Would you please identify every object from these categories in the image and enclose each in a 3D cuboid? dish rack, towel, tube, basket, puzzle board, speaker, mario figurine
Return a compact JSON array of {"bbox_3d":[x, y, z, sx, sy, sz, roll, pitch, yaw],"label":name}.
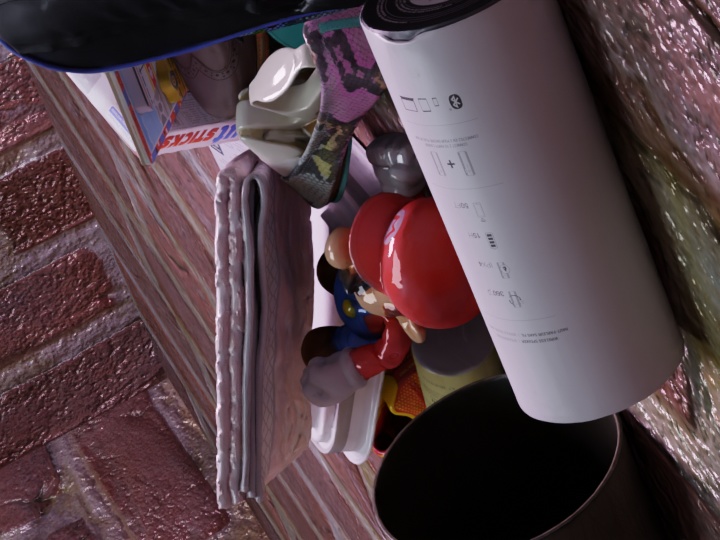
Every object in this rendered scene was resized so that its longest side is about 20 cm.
[{"bbox_3d":[-0.031,0.010,1.583,0.172,0.043,0.200,-131,43,-53],"label":"dish rack"},{"bbox_3d":[-0.054,0.025,1.445,0.191,0.032,0.201,-49,-39,-78],"label":"towel"},{"bbox_3d":[0.071,0.095,1.521,0.200,0.052,0.058,74,176,-57],"label":"tube"},{"bbox_3d":[0.112,0.178,1.299,0.200,0.136,0.180,62,176,-23],"label":"basket"},{"bbox_3d":[-0.135,-0.178,1.366,0.151,0.017,0.200,-76,-31,-61],"label":"puzzle board"},{"bbox_3d":[0.071,-0.034,1.036,0.200,0.081,0.081,66,170,-26],"label":"speaker"},{"bbox_3d":[0.000,0.000,1.390,0.124,0.106,0.200,65,160,7],"label":"mario figurine"}]

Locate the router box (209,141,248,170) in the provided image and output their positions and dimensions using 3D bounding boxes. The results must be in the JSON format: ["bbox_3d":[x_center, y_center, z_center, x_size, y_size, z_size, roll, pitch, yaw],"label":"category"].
[{"bbox_3d":[-0.067,-0.084,1.757,0.180,0.049,0.200,64,171,-17],"label":"router box"}]

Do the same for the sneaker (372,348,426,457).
[{"bbox_3d":[0.041,0.107,1.638,0.073,0.077,0.200,54,169,34],"label":"sneaker"}]

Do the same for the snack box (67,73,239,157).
[{"bbox_3d":[-0.093,-0.111,1.488,0.072,0.024,0.200,48,-152,15],"label":"snack box"}]

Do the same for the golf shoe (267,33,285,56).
[{"bbox_3d":[-0.089,-0.192,1.412,0.097,0.078,0.200,9,127,61],"label":"golf shoe"}]

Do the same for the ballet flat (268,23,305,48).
[{"bbox_3d":[-0.046,-0.194,1.282,0.073,0.073,0.200,56,179,33],"label":"ballet flat"}]

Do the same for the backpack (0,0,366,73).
[{"bbox_3d":[-0.093,-0.191,1.105,0.147,0.200,0.183,-97,-14,-55],"label":"backpack"}]

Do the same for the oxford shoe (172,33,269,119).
[{"bbox_3d":[-0.108,-0.158,1.326,0.071,0.073,0.200,3,129,34],"label":"oxford shoe"}]

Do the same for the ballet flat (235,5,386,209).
[{"bbox_3d":[-0.028,-0.091,1.323,0.200,0.071,0.069,121,144,-65],"label":"ballet flat"}]
